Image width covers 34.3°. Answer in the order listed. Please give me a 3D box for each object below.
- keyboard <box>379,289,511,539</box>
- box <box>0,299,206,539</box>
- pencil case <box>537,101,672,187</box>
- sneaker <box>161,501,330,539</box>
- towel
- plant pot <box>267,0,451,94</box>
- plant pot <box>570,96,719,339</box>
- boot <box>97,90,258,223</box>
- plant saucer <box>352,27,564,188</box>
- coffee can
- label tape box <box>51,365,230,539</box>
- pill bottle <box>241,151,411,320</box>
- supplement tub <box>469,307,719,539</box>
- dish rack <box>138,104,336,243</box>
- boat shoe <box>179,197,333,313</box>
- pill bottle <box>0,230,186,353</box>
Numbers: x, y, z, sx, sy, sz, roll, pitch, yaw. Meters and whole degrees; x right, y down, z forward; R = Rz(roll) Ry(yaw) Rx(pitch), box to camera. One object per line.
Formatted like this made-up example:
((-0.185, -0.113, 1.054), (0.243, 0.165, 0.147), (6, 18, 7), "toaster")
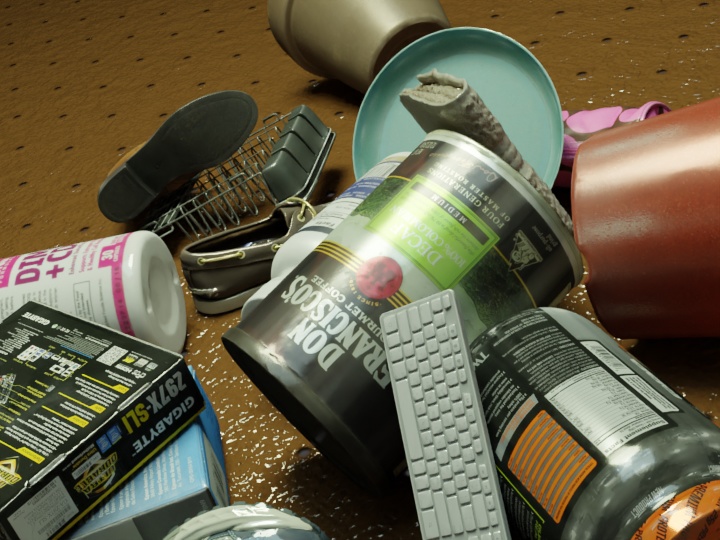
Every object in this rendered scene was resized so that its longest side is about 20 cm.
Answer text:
((0.051, 0.114, 0.654), (0.056, 0.201, 0.011), (-20, -17, 32), "keyboard")
((-0.228, 0.100, 0.801), (0.199, 0.049, 0.160), (13, 45, 42), "box")
((0.177, -0.108, 1.035), (0.199, 0.091, 0.094), (1, -6, 30), "pencil case")
((-0.107, 0.205, 0.690), (0.199, 0.078, 0.087), (-19, 41, 10), "sneaker")
((0.090, -0.086, 0.859), (0.034, 0.133, 0.200), (-40, 15, 2), "towel")
((0.016, -0.277, 1.323), (0.200, 0.201, 0.175), (-24, 50, -14), "plant pot")
((0.258, -0.036, 0.793), (0.194, 0.201, 0.201), (-10, 30, 28), "plant pot")
((-0.188, -0.126, 1.210), (0.188, 0.068, 0.200), (-44, 14, 4), "boot")
((0.086, -0.110, 1.019), (0.199, 0.201, 0.027), (3, -2, 29), "plant saucer")
((0.028, 0.027, 0.773), (0.200, 0.147, 0.146), (-45, 37, -13), "coffee can")
((-0.193, 0.159, 0.797), (0.199, 0.063, 0.144), (-20, 30, -1), "label tape box")
((0.000, 0.000, 0.920), (0.111, 0.111, 0.200), (11, 40, 38), "pill bottle")
((0.137, 0.114, 0.653), (0.122, 0.123, 0.200), (-23, 32, -12), "supplement tub")
((-0.128, -0.085, 1.162), (0.199, 0.055, 0.154), (-25, 24, 25), "dish rack")
((-0.065, -0.029, 1.048), (0.199, 0.060, 0.072), (-23, 30, -12), "boat shoe")
((-0.257, 0.039, 0.976), (0.199, 0.114, 0.114), (-11, 30, 9), "pill bottle")
